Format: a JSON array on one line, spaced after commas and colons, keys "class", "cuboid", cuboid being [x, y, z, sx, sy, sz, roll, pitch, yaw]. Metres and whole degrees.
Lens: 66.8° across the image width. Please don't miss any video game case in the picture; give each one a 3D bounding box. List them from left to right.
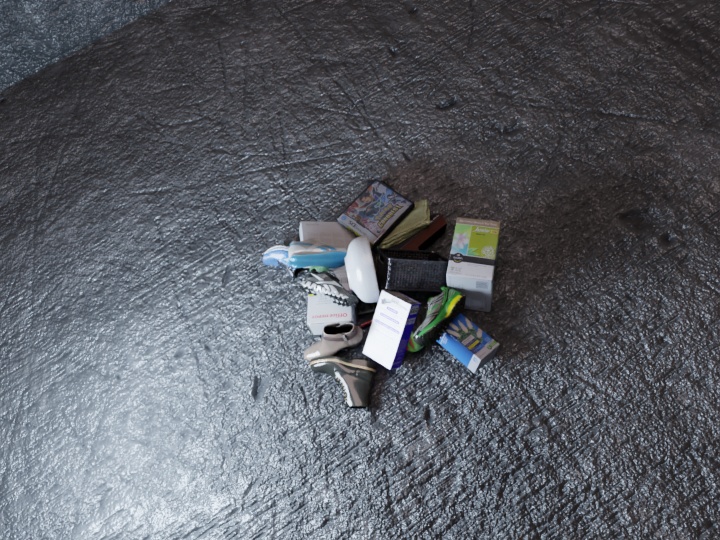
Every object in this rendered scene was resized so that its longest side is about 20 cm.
[{"class": "video game case", "cuboid": [0.047, -0.189, 1.771, 0.180, 0.026, 0.200, 36, 75, 31]}]

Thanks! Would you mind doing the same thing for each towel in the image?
[{"class": "towel", "cuboid": [0.136, -0.149, 1.762, 0.198, 0.037, 0.150, -29, 30, 19]}]

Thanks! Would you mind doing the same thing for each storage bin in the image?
[{"class": "storage bin", "cuboid": [0.152, -0.002, 1.624, 0.196, 0.096, 0.135, 4, 14, -12]}]

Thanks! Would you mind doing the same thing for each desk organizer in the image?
[{"class": "desk organizer", "cuboid": [0.194, -0.090, 1.737, 0.199, 0.078, 0.072, -39, 16, -11]}]

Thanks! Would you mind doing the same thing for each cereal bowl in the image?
[{"class": "cereal bowl", "cuboid": [0.000, 0.000, 1.616, 0.081, 0.201, 0.203, -10, 59, -1]}]

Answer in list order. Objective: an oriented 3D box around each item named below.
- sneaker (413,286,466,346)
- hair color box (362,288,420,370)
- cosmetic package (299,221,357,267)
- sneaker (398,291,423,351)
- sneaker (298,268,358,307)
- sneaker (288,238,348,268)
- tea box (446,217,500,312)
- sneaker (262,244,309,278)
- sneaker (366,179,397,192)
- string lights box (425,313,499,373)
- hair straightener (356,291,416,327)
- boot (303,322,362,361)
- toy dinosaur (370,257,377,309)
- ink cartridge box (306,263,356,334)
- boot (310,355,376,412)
[{"class": "sneaker", "cuboid": [0.209, 0.128, 1.522, 0.084, 0.079, 0.200, 28, 59, 31]}, {"class": "hair color box", "cuboid": [0.088, 0.167, 1.569, 0.108, 0.064, 0.204, 26, 107, 32]}, {"class": "cosmetic package", "cuboid": [-0.095, -0.085, 1.782, 0.196, 0.052, 0.153, 0, 60, -16]}, {"class": "sneaker", "cuboid": [0.137, 0.144, 1.629, 0.083, 0.077, 0.203, -9, 71, -39]}, {"class": "sneaker", "cuboid": [-0.086, 0.044, 1.638, 0.197, 0.067, 0.092, 18, 68, 23]}, {"class": "sneaker", "cuboid": [-0.124, -0.058, 1.679, 0.196, 0.077, 0.082, 2, 47, -15]}, {"class": "tea box", "cuboid": [0.333, -0.016, 1.609, 0.131, 0.201, 0.200, 7, 63, 15]}, {"class": "sneaker", "cuboid": [-0.233, -0.026, 1.802, 0.196, 0.079, 0.091, 2, 59, 12]}, {"class": "sneaker", "cuboid": [0.029, -0.240, 1.875, 0.197, 0.076, 0.115, -26, 53, -3]}, {"class": "string lights box", "cuboid": [0.285, 0.190, 1.564, 0.102, 0.060, 0.199, -26, 55, -40]}, {"class": "hair straightener", "cuboid": [0.077, 0.104, 1.676, 0.197, 0.041, 0.078, -22, 78, -2]}, {"class": "boot", "cuboid": [-0.087, 0.204, 1.602, 0.196, 0.147, 0.071, -17, 60, 2]}, {"class": "toy dinosaur", "cuboid": [0.046, 0.017, 1.731, 0.105, 0.061, 0.202, 24, 69, 21]}, {"class": "ink cartridge box", "cuboid": [-0.086, 0.090, 1.701, 0.142, 0.088, 0.203, -5, 58, 9]}, {"class": "boot", "cuboid": [-0.058, 0.327, 1.573, 0.196, 0.078, 0.141, 2, 66, 14]}]
